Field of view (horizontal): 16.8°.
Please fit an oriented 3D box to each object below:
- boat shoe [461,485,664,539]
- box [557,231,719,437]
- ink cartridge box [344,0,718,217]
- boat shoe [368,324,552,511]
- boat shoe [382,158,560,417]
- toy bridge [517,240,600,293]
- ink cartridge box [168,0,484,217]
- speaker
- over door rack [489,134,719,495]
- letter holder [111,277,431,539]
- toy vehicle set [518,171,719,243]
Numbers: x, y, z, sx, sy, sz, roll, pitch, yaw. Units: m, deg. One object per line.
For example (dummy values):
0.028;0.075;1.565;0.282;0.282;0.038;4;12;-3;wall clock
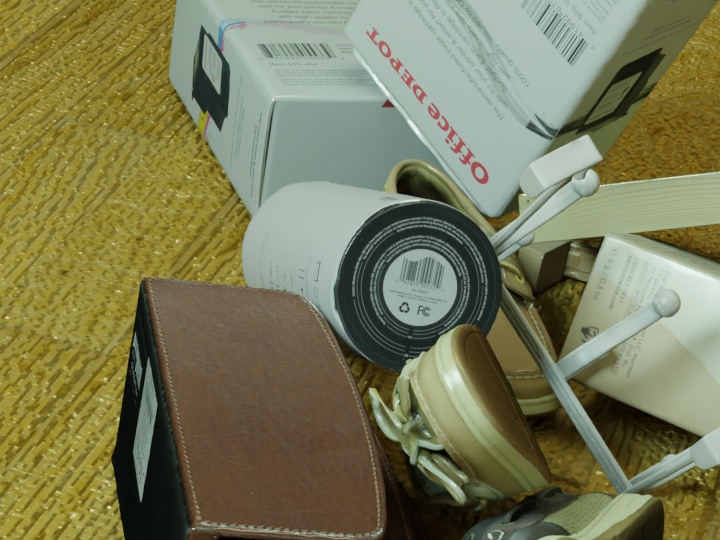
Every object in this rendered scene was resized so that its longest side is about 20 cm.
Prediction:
0.070;0.135;1.028;0.066;0.072;0.201;7;12;26;boat shoe
0.209;0.053;1.194;0.200;0.078;0.095;24;7;27;box
0.093;-0.146;1.293;0.083;0.200;0.145;-25;70;-36;ink cartridge box
0.042;0.075;1.055;0.063;0.200;0.073;-25;74;2;boat shoe
0.050;0.006;1.273;0.074;0.066;0.200;-4;30;-24;boat shoe
0.179;0.022;1.328;0.200;0.027;0.067;25;29;29;toy bridge
-0.018;-0.109;1.455;0.146;0.083;0.200;-2;29;-20;ink cartridge box
0.000;0.000;1.179;0.081;0.081;0.200;1;4;-15;speaker
0.121;0.024;1.088;0.067;0.200;0.148;-32;84;-11;over door rack
-0.022;0.098;1.042;0.142;0.101;0.200;5;28;-13;letter holder
0.169;-0.038;1.320;0.124;0.027;0.200;-6;1;18;toy vehicle set
